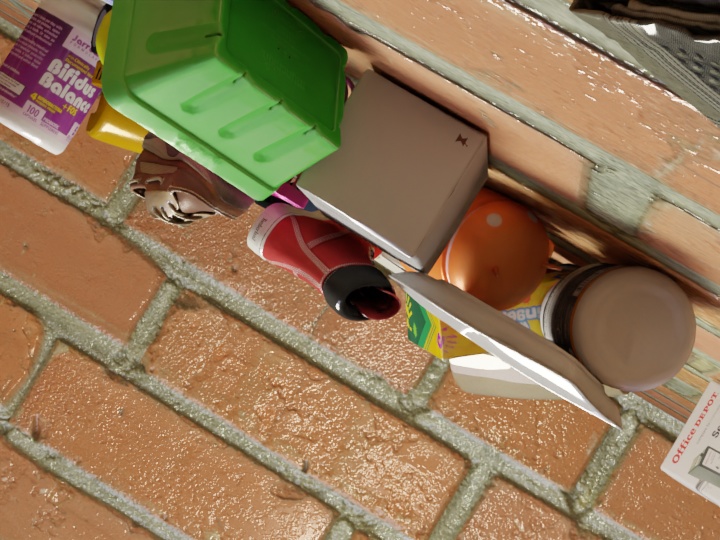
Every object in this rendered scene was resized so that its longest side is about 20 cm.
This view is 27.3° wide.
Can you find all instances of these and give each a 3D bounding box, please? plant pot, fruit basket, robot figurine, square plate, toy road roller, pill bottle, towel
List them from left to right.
[{"bbox_3d":[-0.345,-0.245,1.725,0.112,0.200,0.112,31,179,0],"label":"pill bottle"},{"bbox_3d":[-0.222,-0.196,1.586,0.123,0.146,0.200,15,-176,-26],"label":"toy road roller"},{"bbox_3d":[-0.136,-0.156,1.167,0.215,0.156,0.216,3,157,1],"label":"fruit basket"},{"bbox_3d":[0.111,-0.028,1.485,0.144,0.117,0.200,47,171,-35],"label":"robot figurine"},{"bbox_3d":[0.140,0.068,1.348,0.200,0.028,0.198,31,177,28],"label":"square plate"},{"bbox_3d":[0.241,0.082,1.801,0.200,0.187,0.187,14,169,31],"label":"plant pot"},{"bbox_3d":[0.241,0.051,1.434,0.116,0.116,0.200,31,178,-5],"label":"pill bottle"},{"bbox_3d":[0.200,-0.055,0.582,0.200,0.035,0.193,30,-178,-30],"label":"towel"}]

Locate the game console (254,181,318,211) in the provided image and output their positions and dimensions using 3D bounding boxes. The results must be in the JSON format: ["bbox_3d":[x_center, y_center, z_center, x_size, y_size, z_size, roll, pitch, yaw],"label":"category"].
[{"bbox_3d":[-0.011,-0.085,1.735,0.177,0.031,0.200,-10,-162,-24],"label":"game console"}]

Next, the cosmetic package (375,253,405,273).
[{"bbox_3d":[0.071,-0.044,1.953,0.073,0.104,0.200,32,177,-4],"label":"cosmetic package"}]

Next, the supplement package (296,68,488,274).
[{"bbox_3d":[0.033,-0.079,1.282,0.117,0.117,0.200,32,178,7],"label":"supplement package"}]

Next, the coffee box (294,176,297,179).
[{"bbox_3d":[-0.123,-0.181,1.715,0.200,0.080,0.114,31,180,20],"label":"coffee box"}]

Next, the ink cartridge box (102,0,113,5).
[{"bbox_3d":[-0.302,-0.321,1.519,0.119,0.042,0.200,32,177,-42],"label":"ink cartridge box"}]

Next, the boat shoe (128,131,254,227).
[{"bbox_3d":[-0.159,-0.072,1.370,0.076,0.072,0.200,30,180,-29],"label":"boat shoe"}]

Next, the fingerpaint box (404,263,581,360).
[{"bbox_3d":[0.162,0.040,1.611,0.200,0.073,0.167,-6,-174,-9],"label":"fingerpaint box"}]

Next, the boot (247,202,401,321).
[{"bbox_3d":[0.000,0.000,1.402,0.144,0.072,0.200,37,-162,24],"label":"boot"}]

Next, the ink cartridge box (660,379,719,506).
[{"bbox_3d":[0.516,0.252,1.961,0.084,0.146,0.200,32,178,-33],"label":"ink cartridge box"}]

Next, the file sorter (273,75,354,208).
[{"bbox_3d":[-0.097,-0.151,1.364,0.139,0.125,0.200,30,180,-14],"label":"file sorter"}]
